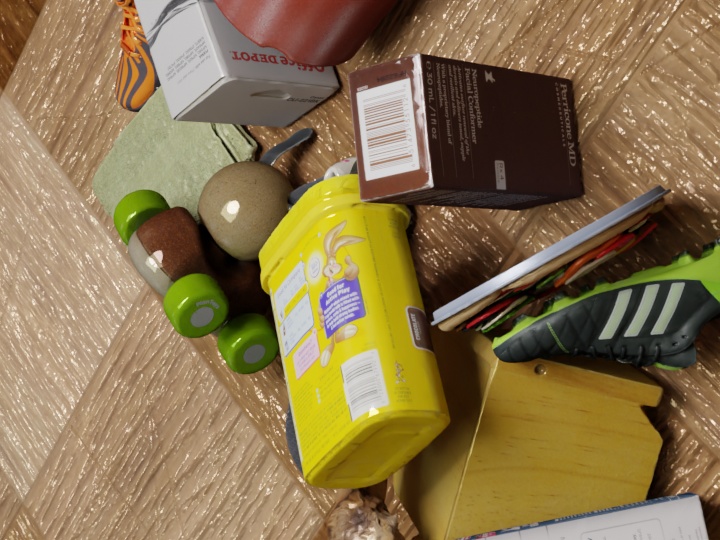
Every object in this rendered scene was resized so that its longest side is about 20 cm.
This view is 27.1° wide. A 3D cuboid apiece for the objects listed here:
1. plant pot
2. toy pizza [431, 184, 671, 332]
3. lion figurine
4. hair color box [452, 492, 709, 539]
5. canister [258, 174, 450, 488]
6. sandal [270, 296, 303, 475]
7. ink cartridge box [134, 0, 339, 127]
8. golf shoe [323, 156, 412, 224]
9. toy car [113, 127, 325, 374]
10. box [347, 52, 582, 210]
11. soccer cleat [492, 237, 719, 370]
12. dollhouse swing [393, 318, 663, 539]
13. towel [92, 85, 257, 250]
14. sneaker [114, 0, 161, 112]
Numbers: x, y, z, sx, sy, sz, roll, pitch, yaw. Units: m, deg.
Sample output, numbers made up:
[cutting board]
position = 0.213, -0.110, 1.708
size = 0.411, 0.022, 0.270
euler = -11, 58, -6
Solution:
[plant pot]
position = -0.023, -0.291, 1.252
size = 0.201, 0.201, 0.195
euler = 57, 133, 25
[toy pizza]
position = 0.143, -0.002, 1.095
size = 0.200, 0.200, 0.032
euler = -32, 86, 37
[lion figurine]
position = 0.005, 0.168, 1.219
size = 0.123, 0.072, 0.200
euler = 93, 173, -59
[hair color box]
position = 0.159, 0.231, 1.100
size = 0.200, 0.061, 0.100
euler = -12, 83, 5
[canister]
position = -0.007, 0.050, 1.148
size = 0.149, 0.086, 0.200
euler = -48, 46, 47
[sandal]
position = -0.033, 0.093, 1.337
size = 0.076, 0.043, 0.200
euler = -4, 102, 6
[ink cartridge box]
position = -0.122, -0.236, 1.359
size = 0.084, 0.144, 0.200
euler = -34, 68, 39
[golf shoe]
position = 0.000, 0.000, 1.293
size = 0.077, 0.088, 0.200
euler = -3, 90, 40
[toy car]
position = -0.100, -0.040, 1.372
size = 0.200, 0.158, 0.164
euler = -43, 48, 6
[box]
position = 0.084, -0.101, 1.140
size = 0.075, 0.200, 0.100
euler = -9, 85, 39
[soccer cleat]
position = 0.196, 0.041, 1.079
size = 0.200, 0.068, 0.081
euler = -19, 84, 2
[dollhouse swing]
position = 0.128, 0.145, 1.214
size = 0.181, 0.176, 0.200
euler = 13, 102, -1
[towel]
position = -0.188, -0.100, 1.493
size = 0.200, 0.036, 0.148
euler = -48, 62, 30
[sneaker]
position = -0.227, -0.254, 1.473
size = 0.078, 0.112, 0.200
euler = 36, 113, 36
